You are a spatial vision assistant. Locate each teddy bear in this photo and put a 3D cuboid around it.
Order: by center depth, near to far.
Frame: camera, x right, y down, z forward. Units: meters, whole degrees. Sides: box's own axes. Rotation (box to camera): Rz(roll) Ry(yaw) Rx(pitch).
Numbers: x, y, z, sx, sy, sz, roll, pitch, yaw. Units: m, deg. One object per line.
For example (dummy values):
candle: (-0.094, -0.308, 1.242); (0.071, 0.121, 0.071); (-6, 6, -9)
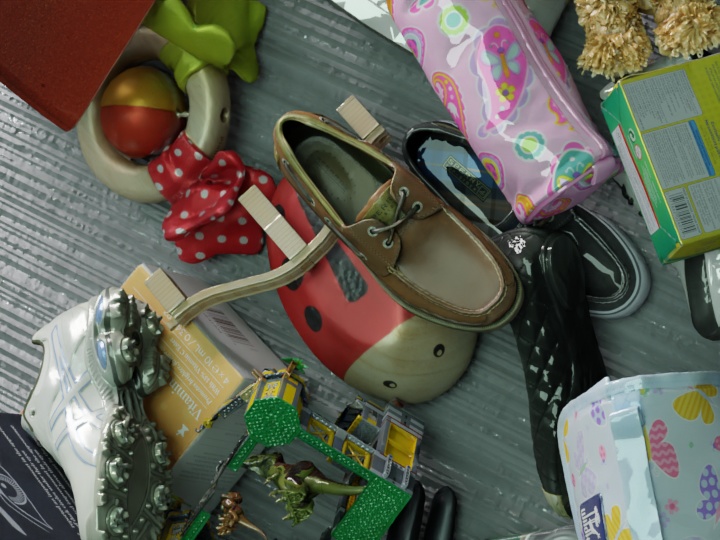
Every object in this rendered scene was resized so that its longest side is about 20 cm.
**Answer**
teddy bear: (0.175, -0.217, 1.623); (0.144, 0.067, 0.201); (-3, 68, 23)

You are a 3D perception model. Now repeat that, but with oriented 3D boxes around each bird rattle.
bird rattle: (-0.133, -0.107, 1.775); (0.162, 0.112, 0.201); (4, 100, 34)

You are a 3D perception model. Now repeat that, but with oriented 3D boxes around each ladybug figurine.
ladybug figurine: (0.000, 0.000, 1.702); (0.136, 0.072, 0.200); (-40, 72, 15)

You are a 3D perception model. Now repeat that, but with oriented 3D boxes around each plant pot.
plant pot: (-0.245, -0.248, 1.723); (0.200, 0.176, 0.200); (-57, 29, 9)

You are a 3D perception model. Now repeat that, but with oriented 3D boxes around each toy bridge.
toy bridge: (-0.056, -0.027, 1.665); (0.200, 0.027, 0.067); (-42, 66, 0)

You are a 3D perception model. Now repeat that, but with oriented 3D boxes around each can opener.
can opener: (0.030, 0.243, 1.678); (0.078, 0.063, 0.201); (5, 76, 49)

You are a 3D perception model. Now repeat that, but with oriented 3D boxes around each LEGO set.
LEGO set: (-0.046, 0.143, 1.665); (0.153, 0.116, 0.201); (23, 116, -4)

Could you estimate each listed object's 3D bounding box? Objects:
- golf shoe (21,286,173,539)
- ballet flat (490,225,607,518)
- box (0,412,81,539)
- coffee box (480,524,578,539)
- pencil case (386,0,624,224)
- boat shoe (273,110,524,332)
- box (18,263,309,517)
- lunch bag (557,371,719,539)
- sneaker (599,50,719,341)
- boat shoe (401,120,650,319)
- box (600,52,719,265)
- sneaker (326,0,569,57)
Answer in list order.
golf shoe: (-0.181, 0.113, 1.643); (0.097, 0.078, 0.201); (-17, 55, 23)
ballet flat: (0.127, 0.067, 1.636); (0.057, 0.066, 0.201); (1, 105, 40)
box: (-0.257, 0.176, 1.610); (0.104, 0.200, 0.148); (-47, 64, 16)
coffee box: (0.129, 0.273, 1.638); (0.122, 0.044, 0.201); (-11, 81, 21)
pencil case: (0.092, -0.130, 1.610); (0.087, 0.087, 0.201); (-32, 80, 17)
boat shoe: (0.017, -0.031, 1.595); (0.200, 0.068, 0.072); (36, 86, 21)
box: (-0.155, 0.115, 1.738); (0.124, 0.097, 0.200); (45, 103, 26)
lunch bag: (0.197, 0.152, 1.536); (0.127, 0.200, 0.171); (-15, 81, 21)
sneaker: (0.211, -0.047, 1.624); (0.080, 0.074, 0.201); (-16, 71, 25)
boat shoe: (0.107, -0.038, 1.663); (0.200, 0.066, 0.070); (43, 102, 19)
box: (0.265, -0.087, 1.572); (0.199, 0.048, 0.118); (-16, 77, -15)
sneaker: (0.051, -0.206, 1.705); (0.199, 0.074, 0.116); (30, 94, 14)
